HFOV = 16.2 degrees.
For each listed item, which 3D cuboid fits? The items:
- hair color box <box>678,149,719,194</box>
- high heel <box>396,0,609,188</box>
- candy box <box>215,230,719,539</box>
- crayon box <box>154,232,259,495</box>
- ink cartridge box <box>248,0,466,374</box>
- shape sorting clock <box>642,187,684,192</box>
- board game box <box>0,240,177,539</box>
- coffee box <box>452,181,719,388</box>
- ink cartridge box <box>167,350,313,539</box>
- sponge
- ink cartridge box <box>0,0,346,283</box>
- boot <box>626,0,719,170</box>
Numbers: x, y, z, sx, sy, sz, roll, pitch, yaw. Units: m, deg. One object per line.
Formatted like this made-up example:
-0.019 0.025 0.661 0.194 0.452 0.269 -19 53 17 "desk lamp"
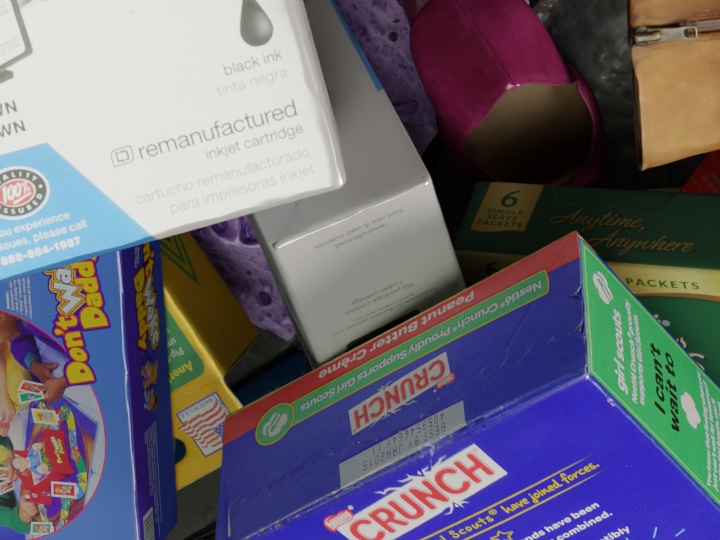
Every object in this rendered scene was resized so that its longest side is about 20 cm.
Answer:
0.226 -0.065 1.030 0.101 0.061 0.200 32 103 -18 "hair color box"
0.068 -0.053 1.017 0.067 0.096 0.200 -36 141 8 "high heel"
0.068 0.100 0.984 0.169 0.077 0.200 -27 132 23 "candy box"
-0.135 0.009 1.082 0.126 0.052 0.200 -30 99 25 "crayon box"
0.000 0.000 1.023 0.067 0.116 0.200 -24 141 -3 "ink cartridge box"
0.133 0.048 1.127 0.199 0.039 0.200 -2 131 -2 "shape sorting clock"
-0.150 0.016 1.035 0.134 0.045 0.201 4 111 16 "board game box"
0.119 0.049 1.044 0.123 0.044 0.200 6 138 25 "coffee box"
-0.014 0.156 1.111 0.084 0.200 0.146 -31 116 19 "ink cartridge box"
-0.027 -0.070 1.079 0.111 0.030 0.200 27 119 -15 "sponge"
-0.100 -0.113 0.871 0.145 0.084 0.201 -16 110 2 "ink cartridge box"
0.204 -0.062 0.961 0.199 0.069 0.189 -11 116 1 "boot"
